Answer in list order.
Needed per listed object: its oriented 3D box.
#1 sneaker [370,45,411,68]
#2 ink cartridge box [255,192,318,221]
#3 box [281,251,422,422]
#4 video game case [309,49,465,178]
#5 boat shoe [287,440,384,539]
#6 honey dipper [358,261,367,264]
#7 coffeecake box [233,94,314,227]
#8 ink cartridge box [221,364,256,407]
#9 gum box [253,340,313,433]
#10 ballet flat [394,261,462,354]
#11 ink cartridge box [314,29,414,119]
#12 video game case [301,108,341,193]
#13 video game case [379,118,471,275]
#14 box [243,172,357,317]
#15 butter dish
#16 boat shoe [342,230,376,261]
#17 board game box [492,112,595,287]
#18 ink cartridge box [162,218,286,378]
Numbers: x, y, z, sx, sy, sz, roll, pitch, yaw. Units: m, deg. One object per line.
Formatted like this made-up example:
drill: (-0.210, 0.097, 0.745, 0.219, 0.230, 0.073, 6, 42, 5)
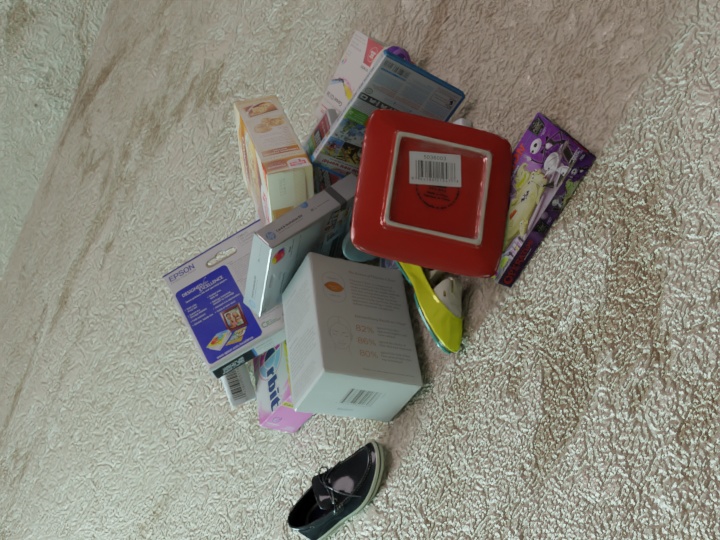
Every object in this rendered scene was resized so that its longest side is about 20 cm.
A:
sneaker: (0.057, -0.256, 1.633, 0.083, 0.080, 0.201, -24, 54, 54)
ink cartridge box: (-0.129, -0.108, 1.820, 0.200, 0.045, 0.177, -20, 70, 62)
box: (-0.016, 0.094, 1.491, 0.106, 0.152, 0.201, -54, 34, 43)
video game case: (0.038, -0.206, 1.542, 0.200, 0.143, 0.018, -53, 31, 26)
boat shoe: (-0.035, 0.313, 1.506, 0.200, 0.062, 0.075, -49, 36, 29)
honey dipper: (0.000, 0.000, 1.640, 0.038, 0.038, 0.201, 9, 86, 58)
coffeecake box: (-0.131, -0.151, 1.648, 0.200, 0.073, 0.154, -117, 19, -45)
ink cartridge box: (-0.229, 0.132, 1.781, 0.200, 0.047, 0.161, -172, 63, -76)
gum box: (-0.115, 0.142, 1.708, 0.114, 0.066, 0.200, -47, 39, 35)
ballet flat: (0.099, 0.018, 1.439, 0.067, 0.067, 0.200, -40, 51, 19)
ink cartridge box: (-0.005, -0.280, 1.756, 0.200, 0.067, 0.116, -63, 33, 14)
video game case: (-0.071, -0.156, 1.768, 0.200, 0.017, 0.143, -46, 52, 56)
video game case: (0.093, -0.101, 1.558, 0.182, 0.023, 0.201, -25, 54, 49)
box: (-0.080, -0.037, 1.558, 0.041, 0.200, 0.156, 39, 143, 20)
butter dish: (0.083, -0.087, 1.405, 0.148, 0.199, 0.200, 129, 151, -72)
boat shoe: (0.044, -0.102, 1.557, 0.200, 0.071, 0.091, -44, 36, 28)
board game box: (0.211, -0.091, 1.372, 0.200, 0.032, 0.120, -60, 30, 18)
ink cartridge box: (-0.181, 0.039, 1.650, 0.197, 0.047, 0.200, -30, 54, -3)
